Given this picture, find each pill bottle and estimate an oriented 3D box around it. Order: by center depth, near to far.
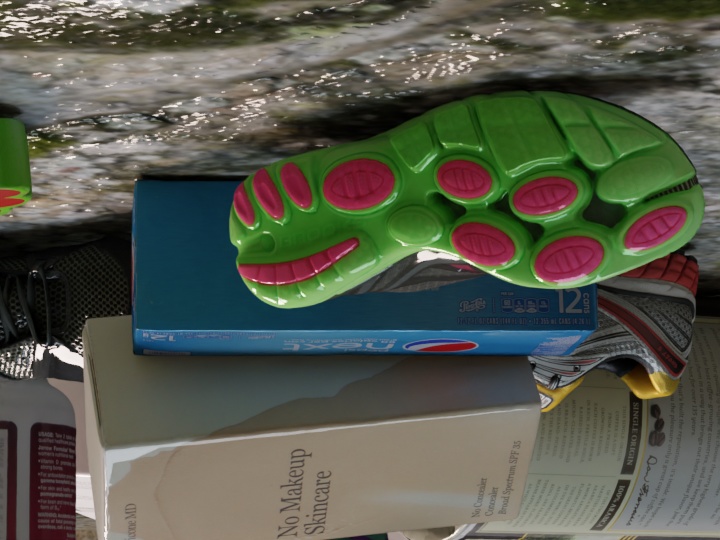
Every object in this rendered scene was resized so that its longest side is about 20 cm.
[{"bbox_3d":[-0.222,0.125,1.382,0.109,0.200,0.110,-1,171,0],"label":"pill bottle"}]

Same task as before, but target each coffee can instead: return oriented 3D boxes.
[{"bbox_3d":[0.124,0.081,1.303,0.200,0.147,0.146,5,169,-28],"label":"coffee can"}]

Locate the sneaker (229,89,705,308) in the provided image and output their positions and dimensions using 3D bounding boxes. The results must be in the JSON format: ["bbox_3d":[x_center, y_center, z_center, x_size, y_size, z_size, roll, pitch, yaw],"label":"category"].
[{"bbox_3d":[0.043,-0.030,0.897,0.200,0.077,0.084,-3,-172,36],"label":"sneaker"}]

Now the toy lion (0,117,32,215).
[{"bbox_3d":[-0.230,-0.029,0.896,0.191,0.069,0.200,-3,174,-35],"label":"toy lion"}]

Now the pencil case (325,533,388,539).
[{"bbox_3d":[-0.038,0.091,1.185,0.085,0.200,0.092,-8,158,-11],"label":"pencil case"}]

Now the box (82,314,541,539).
[{"bbox_3d":[-0.025,0.069,1.087,0.200,0.078,0.095,-6,139,-10],"label":"box"}]

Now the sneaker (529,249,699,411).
[{"bbox_3d":[0.077,0.027,1.166,0.200,0.082,0.078,3,171,-15],"label":"sneaker"}]

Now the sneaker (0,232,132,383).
[{"bbox_3d":[-0.172,0.022,1.138,0.114,0.076,0.199,-1,179,-39],"label":"sneaker"}]

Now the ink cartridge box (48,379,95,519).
[{"bbox_3d":[-0.150,0.120,1.576,0.145,0.084,0.200,1,162,33],"label":"ink cartridge box"}]

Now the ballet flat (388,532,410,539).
[{"bbox_3d":[-0.024,0.081,1.342,0.200,0.046,0.067,43,165,-1],"label":"ballet flat"}]

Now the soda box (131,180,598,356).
[{"bbox_3d":[0.000,0.000,1.032,0.200,0.068,0.064,0,168,-7],"label":"soda box"}]
